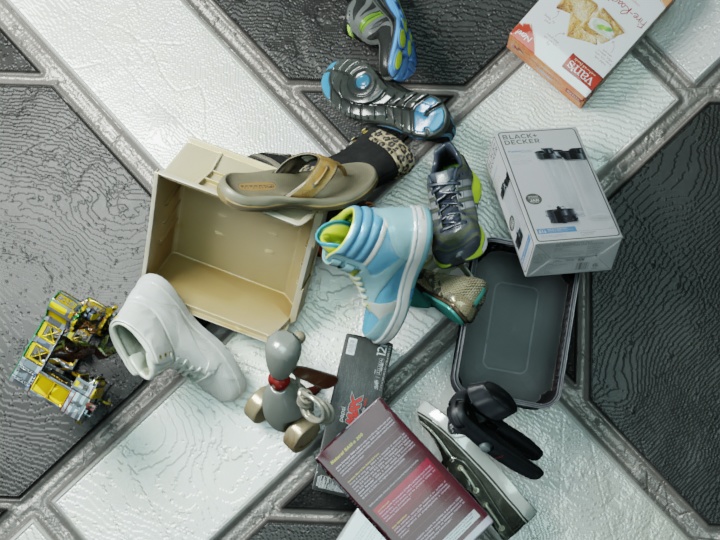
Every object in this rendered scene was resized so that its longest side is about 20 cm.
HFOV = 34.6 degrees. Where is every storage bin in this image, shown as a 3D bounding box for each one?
[{"bbox_3d":[-0.156,-0.034,1.434,0.198,0.201,0.094,21,40,5],"label":"storage bin"},{"bbox_3d":[0.195,0.069,1.466,0.134,0.094,0.201,10,84,3],"label":"storage bin"}]

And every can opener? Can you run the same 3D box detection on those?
[{"bbox_3d":[0.170,0.204,1.413,0.078,0.200,0.064,-11,48,35],"label":"can opener"}]

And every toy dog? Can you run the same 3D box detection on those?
[{"bbox_3d":[-0.076,0.137,1.432,0.132,0.200,0.096,47,57,5],"label":"toy dog"}]

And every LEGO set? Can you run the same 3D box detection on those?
[{"bbox_3d":[-0.333,0.111,1.427,0.116,0.200,0.154,30,79,3],"label":"LEGO set"}]

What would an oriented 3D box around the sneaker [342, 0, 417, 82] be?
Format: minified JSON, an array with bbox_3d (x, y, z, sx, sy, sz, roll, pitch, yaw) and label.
[{"bbox_3d":[0.022,-0.313,1.513,0.082,0.071,0.200,-22,52,9],"label":"sneaker"}]

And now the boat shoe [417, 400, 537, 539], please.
[{"bbox_3d":[0.133,0.252,1.455,0.064,0.071,0.200,-42,85,-5],"label":"boat shoe"}]

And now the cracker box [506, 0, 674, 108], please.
[{"bbox_3d":[0.309,-0.335,1.534,0.134,0.058,0.200,41,86,7],"label":"cracker box"}]

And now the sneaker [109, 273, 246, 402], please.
[{"bbox_3d":[-0.232,0.114,1.437,0.073,0.116,0.200,-27,111,35],"label":"sneaker"}]

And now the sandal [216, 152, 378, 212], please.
[{"bbox_3d":[-0.068,-0.109,1.346,0.199,0.080,0.054,-5,125,-22],"label":"sandal"}]

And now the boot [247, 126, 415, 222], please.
[{"bbox_3d":[-0.041,-0.133,1.501,0.150,0.200,0.074,-32,123,-31],"label":"boot"}]

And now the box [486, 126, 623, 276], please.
[{"bbox_3d":[0.238,-0.090,1.445,0.116,0.060,0.201,-4,49,-9],"label":"box"}]

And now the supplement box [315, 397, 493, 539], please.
[{"bbox_3d":[0.050,0.263,1.384,0.109,0.061,0.200,-41,83,-11],"label":"supplement box"}]

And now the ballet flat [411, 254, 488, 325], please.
[{"bbox_3d":[0.093,0.016,1.446,0.075,0.200,0.068,-50,120,-14],"label":"ballet flat"}]

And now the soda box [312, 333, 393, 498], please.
[{"bbox_3d":[-0.010,0.184,1.467,0.063,0.071,0.201,13,84,0],"label":"soda box"}]

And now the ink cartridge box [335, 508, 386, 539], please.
[{"bbox_3d":[0.042,0.405,1.430,0.200,0.084,0.145,34,83,6],"label":"ink cartridge box"}]

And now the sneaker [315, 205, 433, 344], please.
[{"bbox_3d":[0.000,0.000,1.378,0.130,0.080,0.201,7,125,-15],"label":"sneaker"}]

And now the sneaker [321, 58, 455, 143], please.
[{"bbox_3d":[0.035,-0.214,1.524,0.199,0.082,0.073,30,92,25],"label":"sneaker"}]

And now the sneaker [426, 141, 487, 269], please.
[{"bbox_3d":[0.111,-0.081,1.445,0.074,0.081,0.201,-19,39,15],"label":"sneaker"}]

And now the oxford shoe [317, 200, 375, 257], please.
[{"bbox_3d":[0.009,-0.059,1.464,0.199,0.071,0.073,3,59,36],"label":"oxford shoe"}]
